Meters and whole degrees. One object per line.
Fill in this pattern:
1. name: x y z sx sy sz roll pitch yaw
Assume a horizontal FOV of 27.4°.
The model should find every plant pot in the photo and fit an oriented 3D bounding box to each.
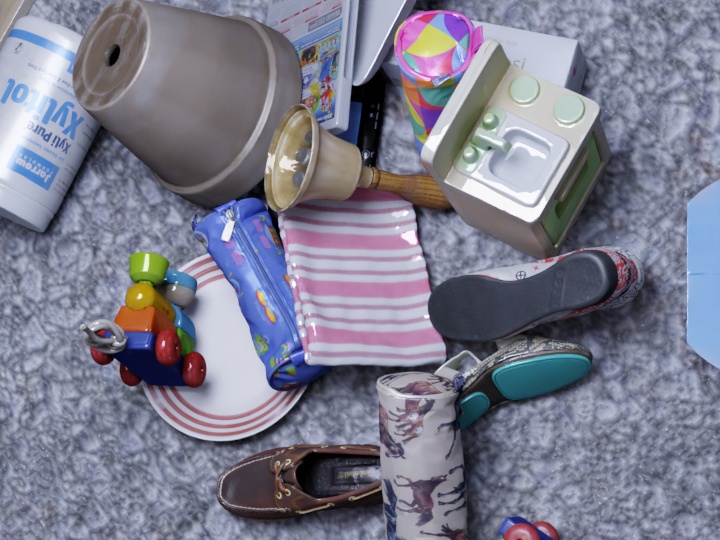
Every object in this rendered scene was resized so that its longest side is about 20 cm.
1. plant pot: -0.189 -0.185 1.489 0.199 0.173 0.201 -18 63 38

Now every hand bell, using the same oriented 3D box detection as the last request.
1. hand bell: 0.017 -0.087 1.442 0.104 0.199 0.105 -34 49 53

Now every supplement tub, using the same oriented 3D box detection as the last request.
1. supplement tub: -0.351 -0.157 1.587 0.131 0.132 0.201 21 81 21

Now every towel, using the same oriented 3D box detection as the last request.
1. towel: 0.000 0.000 1.439 0.145 0.030 0.201 -1 63 -22

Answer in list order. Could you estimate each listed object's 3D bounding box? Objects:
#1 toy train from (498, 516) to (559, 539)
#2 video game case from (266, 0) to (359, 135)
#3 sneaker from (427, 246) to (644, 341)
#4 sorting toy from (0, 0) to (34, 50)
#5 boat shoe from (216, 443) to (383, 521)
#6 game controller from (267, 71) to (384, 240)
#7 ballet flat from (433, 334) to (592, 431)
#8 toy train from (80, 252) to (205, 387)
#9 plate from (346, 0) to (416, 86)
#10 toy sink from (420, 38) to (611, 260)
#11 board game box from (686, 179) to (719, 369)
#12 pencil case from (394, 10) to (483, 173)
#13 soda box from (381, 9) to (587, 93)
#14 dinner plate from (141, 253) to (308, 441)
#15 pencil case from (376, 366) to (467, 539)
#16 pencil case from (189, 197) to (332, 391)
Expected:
1. toy train: 0.190 0.318 1.318 0.199 0.085 0.116 34 96 22
2. video game case: -0.055 -0.221 1.516 0.143 0.018 0.201 -15 64 48
3. sneaker: 0.170 0.023 1.404 0.200 0.108 0.068 -16 83 35
4. sorting toy: -0.506 -0.288 1.703 0.198 0.070 0.201 25 82 21
5. boat shoe: -0.051 0.199 1.427 0.199 0.070 0.071 -11 72 15
6. game controller: -0.034 -0.122 1.530 0.104 0.042 0.201 4 76 18
7. ballet flat: 0.120 0.101 1.412 0.199 0.068 0.076 -28 46 9
8. toy train: -0.212 0.034 1.422 0.084 0.200 0.117 0 69 16
9. plate: 0.008 -0.297 1.522 0.200 0.032 0.200 -60 37 6
10. toy sink: 0.154 -0.106 1.384 0.112 0.200 0.131 27 82 22
11. board game box: 0.383 0.006 1.373 0.157 0.039 0.202 0 79 11
12. pencil case: 0.085 -0.164 1.421 0.088 0.200 0.089 -4 63 7
13. soda box: 0.123 -0.210 1.493 0.199 0.068 0.064 14 80 20
14. dinner plate: -0.134 0.076 1.511 0.199 0.024 0.202 -4 74 15
15. pencil case: 0.063 0.191 1.351 0.078 0.089 0.202 12 109 56
16. pencil case: -0.094 0.018 1.459 0.078 0.087 0.201 -27 70 -4
